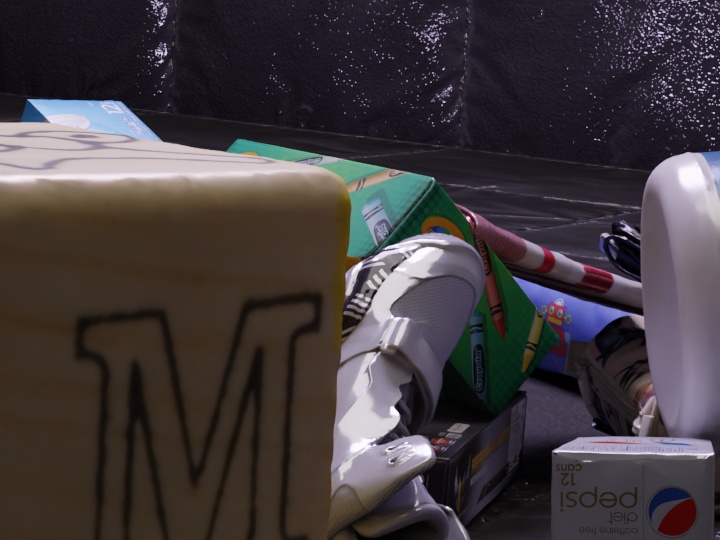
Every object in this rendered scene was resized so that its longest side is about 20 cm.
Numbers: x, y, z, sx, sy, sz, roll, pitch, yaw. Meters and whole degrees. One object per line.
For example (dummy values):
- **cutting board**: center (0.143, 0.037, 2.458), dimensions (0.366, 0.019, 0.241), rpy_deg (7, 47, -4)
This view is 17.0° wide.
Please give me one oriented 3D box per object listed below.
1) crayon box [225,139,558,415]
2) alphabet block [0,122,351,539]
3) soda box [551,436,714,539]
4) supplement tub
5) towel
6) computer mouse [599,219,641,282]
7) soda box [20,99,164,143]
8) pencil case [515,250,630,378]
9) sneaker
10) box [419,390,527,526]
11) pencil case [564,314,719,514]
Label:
- **crayon box**: center (0.000, 0.000, 1.269), dimensions (0.119, 0.058, 0.200), rpy_deg (50, -18, -28)
- **alphabet block**: center (-0.142, 0.047, 0.929), dimensions (0.195, 0.197, 0.200), rpy_deg (13, 11, 41)
- **soda box**: center (0.115, 0.105, 1.001), dimensions (0.063, 0.068, 0.200), rpy_deg (0, -3, 9)
- **supplement tub**: center (0.239, 0.010, 1.135), dimensions (0.199, 0.145, 0.145), rpy_deg (-5, 8, -1)
- **towel**: center (0.096, -0.007, 1.334), dimensions (0.200, 0.023, 0.144), rpy_deg (19, -1, -35)
- **computer mouse**: center (0.242, 0.032, 1.676), dimensions (0.138, 0.053, 0.200), rpy_deg (33, 4, 24)
- **soda box**: center (-0.111, -0.014, 1.259), dimensions (0.064, 0.068, 0.200), rpy_deg (-2, 33, -40)
- **pencil case**: center (0.164, 0.039, 1.601), dimensions (0.087, 0.078, 0.200), rpy_deg (-3, 11, -29)
- **sneaker**: center (0.015, 0.070, 1.077), dimensions (0.115, 0.075, 0.200), rpy_deg (23, 58, 39)
- **box**: center (-0.010, 0.090, 1.234), dimensions (0.158, 0.048, 0.200), rpy_deg (7, 8, 15)
- **pencil case**: center (0.172, 0.076, 1.332), dimensions (0.089, 0.078, 0.200), rpy_deg (0, 8, -5)
